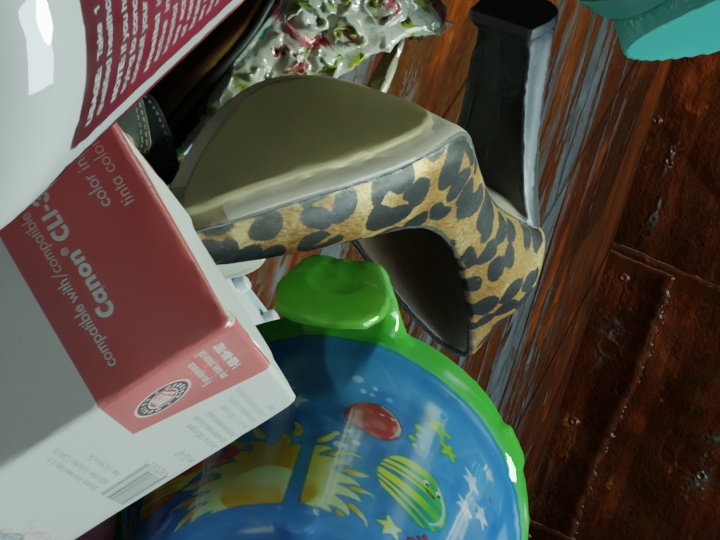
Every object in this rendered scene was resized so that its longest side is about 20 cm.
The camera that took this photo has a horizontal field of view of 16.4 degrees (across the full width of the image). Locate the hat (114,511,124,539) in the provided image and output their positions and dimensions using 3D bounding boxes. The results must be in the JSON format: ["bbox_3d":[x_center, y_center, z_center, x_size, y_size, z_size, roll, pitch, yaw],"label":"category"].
[{"bbox_3d":[-0.110,0.059,0.942,0.200,0.165,0.177,157,-77,-76],"label":"hat"}]

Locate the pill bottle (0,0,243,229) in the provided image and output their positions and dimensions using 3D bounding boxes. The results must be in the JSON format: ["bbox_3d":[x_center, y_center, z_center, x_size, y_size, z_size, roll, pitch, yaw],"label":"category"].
[{"bbox_3d":[-0.096,-0.072,0.561,0.200,0.112,0.113,-53,162,-57],"label":"pill bottle"}]

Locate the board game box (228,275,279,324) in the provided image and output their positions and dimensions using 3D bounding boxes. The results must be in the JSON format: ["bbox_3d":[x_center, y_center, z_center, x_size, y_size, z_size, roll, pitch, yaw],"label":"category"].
[{"bbox_3d":[-0.015,0.073,0.957,0.026,0.200,0.200,-31,-154,11],"label":"board game box"}]

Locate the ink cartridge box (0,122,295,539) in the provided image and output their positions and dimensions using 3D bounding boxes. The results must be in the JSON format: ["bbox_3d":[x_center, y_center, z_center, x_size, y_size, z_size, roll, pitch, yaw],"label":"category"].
[{"bbox_3d":[-0.124,0.051,0.655,0.199,0.068,0.117,-32,166,-1],"label":"ink cartridge box"}]

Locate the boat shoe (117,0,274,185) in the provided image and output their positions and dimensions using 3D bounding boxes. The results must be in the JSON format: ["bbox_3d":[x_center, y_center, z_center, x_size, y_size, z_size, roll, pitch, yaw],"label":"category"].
[{"bbox_3d":[-0.092,-0.040,0.788,0.200,0.067,0.072,-59,168,-28],"label":"boat shoe"}]

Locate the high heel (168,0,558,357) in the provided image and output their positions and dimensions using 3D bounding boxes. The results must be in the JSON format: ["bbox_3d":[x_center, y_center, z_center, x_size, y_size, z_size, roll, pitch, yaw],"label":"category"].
[{"bbox_3d":[0.000,0.000,0.846,0.200,0.071,0.143,-30,137,-43],"label":"high heel"}]

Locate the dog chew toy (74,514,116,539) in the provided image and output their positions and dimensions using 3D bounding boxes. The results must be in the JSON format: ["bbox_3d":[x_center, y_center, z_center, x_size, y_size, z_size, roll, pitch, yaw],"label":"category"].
[{"bbox_3d":[-0.133,0.129,0.757,0.125,0.124,0.201,-14,124,-78],"label":"dog chew toy"}]

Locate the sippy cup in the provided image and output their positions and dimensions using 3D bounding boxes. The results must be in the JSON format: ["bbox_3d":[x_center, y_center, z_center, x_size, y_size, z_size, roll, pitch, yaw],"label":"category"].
[{"bbox_3d":[-0.018,0.097,0.768,0.139,0.178,0.130,-27,-168,13],"label":"sippy cup"}]

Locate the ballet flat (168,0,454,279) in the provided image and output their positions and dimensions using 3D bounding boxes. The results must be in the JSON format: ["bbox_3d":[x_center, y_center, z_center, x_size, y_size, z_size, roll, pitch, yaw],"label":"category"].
[{"bbox_3d":[-0.043,-0.039,0.880,0.200,0.064,0.076,-49,-173,5],"label":"ballet flat"}]

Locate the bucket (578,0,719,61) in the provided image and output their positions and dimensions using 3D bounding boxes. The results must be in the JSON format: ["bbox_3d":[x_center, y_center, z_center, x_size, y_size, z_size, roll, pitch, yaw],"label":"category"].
[{"bbox_3d":[0.154,-0.161,0.848,0.207,0.206,0.136,12,62,-80],"label":"bucket"}]
